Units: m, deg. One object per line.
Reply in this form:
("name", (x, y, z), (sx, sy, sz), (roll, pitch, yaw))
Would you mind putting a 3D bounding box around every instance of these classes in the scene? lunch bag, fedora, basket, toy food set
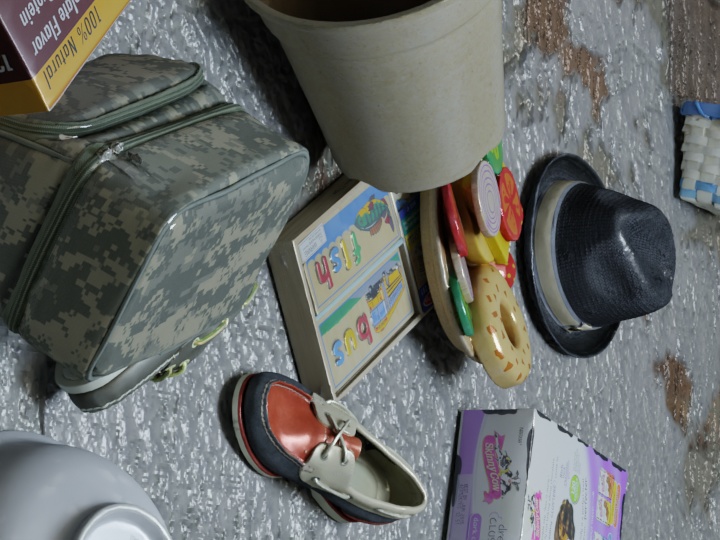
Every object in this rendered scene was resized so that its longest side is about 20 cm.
("lunch bag", (-0.152, -0.047, 1.309), (0.200, 0.168, 0.140), (-30, 151, -58))
("fedora", (0.224, -0.015, 2.009), (0.200, 0.091, 0.201), (9, 79, -60))
("basket", (0.408, -0.148, 2.292), (0.176, 0.139, 0.201), (11, 88, -58))
("toy food set", (0.095, -0.021, 1.799), (0.198, 0.048, 0.201), (61, 29, -47))

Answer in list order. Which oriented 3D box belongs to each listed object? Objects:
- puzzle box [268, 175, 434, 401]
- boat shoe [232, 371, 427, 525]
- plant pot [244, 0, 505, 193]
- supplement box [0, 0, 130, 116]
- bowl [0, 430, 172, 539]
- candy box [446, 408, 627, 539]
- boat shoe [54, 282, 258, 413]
("puzzle box", (0.000, 0.000, 1.690), (0.200, 0.025, 0.133), (-44, 125, -53))
("boat shoe", (-0.022, 0.128, 1.606), (0.200, 0.062, 0.071), (45, 52, -47))
("plant pot", (0.026, -0.165, 1.610), (0.184, 0.200, 0.201), (74, 31, -42))
("supplement box", (-0.218, -0.217, 1.223), (0.200, 0.132, 0.198), (65, 37, -33))
("bowl", (-0.165, 0.186, 1.297), (0.201, 0.090, 0.202), (18, 67, -51))
("candy box", (0.147, 0.222, 1.881), (0.200, 0.071, 0.168), (36, 58, -54))
("boat shoe", (-0.122, 0.034, 1.429), (0.202, 0.072, 0.060), (-51, 133, -48))
